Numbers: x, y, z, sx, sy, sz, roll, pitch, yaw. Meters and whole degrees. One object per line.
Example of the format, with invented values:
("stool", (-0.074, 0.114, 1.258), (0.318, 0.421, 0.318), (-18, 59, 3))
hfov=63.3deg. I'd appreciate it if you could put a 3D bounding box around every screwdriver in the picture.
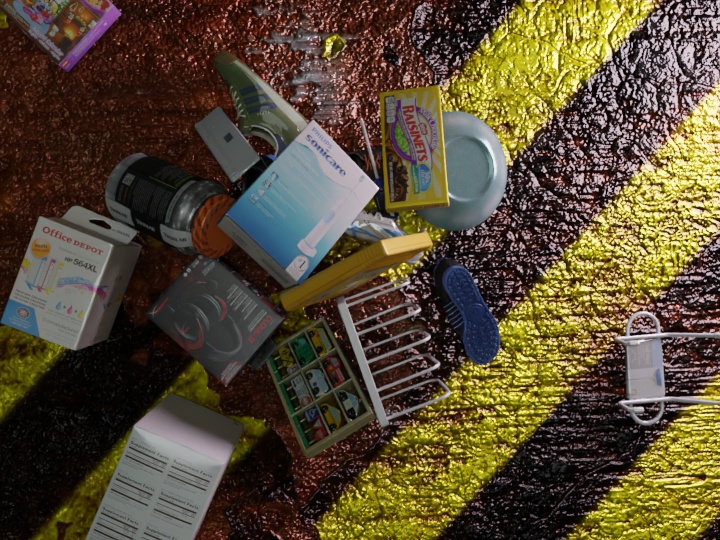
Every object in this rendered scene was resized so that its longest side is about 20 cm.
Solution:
("screwdriver", (0.025, -0.159, 0.938), (0.028, 0.201, 0.029), (-24, 53, -4))

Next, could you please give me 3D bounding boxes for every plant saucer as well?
("plant saucer", (0.166, -0.168, 0.978), (0.198, 0.039, 0.204), (-1, 94, -16))

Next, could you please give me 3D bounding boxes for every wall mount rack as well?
("wall mount rack", (0.530, 0.172, 1.003), (0.171, 0.075, 0.203), (-5, 93, -1))

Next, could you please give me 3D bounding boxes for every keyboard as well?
("keyboard", (-0.217, -0.207, 0.939), (0.056, 0.011, 0.200), (-36, 48, -3))

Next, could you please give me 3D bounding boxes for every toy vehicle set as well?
("toy vehicle set", (-0.071, 0.185, 0.954), (0.124, 0.027, 0.201), (-32, 53, 0))

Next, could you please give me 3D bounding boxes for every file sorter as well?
("file sorter", (0.050, 0.123, 0.960), (0.123, 0.139, 0.202), (-20, 92, -3))

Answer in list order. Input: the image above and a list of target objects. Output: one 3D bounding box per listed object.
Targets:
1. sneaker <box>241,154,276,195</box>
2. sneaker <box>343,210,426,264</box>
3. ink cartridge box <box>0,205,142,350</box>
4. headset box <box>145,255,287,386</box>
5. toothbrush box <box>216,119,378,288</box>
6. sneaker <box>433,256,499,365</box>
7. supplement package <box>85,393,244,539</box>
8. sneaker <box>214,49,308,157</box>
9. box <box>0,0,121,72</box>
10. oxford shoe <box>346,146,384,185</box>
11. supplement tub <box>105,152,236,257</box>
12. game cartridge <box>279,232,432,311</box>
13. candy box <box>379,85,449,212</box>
("sneaker", (-0.156, -0.085, 0.954), (0.069, 0.078, 0.203), (-3, 103, 24))
("sneaker", (0.019, -0.078, 0.983), (0.198, 0.072, 0.073), (23, 102, -7))
("ink cartridge box", (-0.459, 0.005, 0.949), (0.127, 0.125, 0.202), (20, 92, -2))
("headset box", (-0.230, 0.082, 0.981), (0.200, 0.075, 0.149), (42, 90, -2))
("toothbrush box", (-0.092, -0.097, 0.875), (0.146, 0.085, 0.201), (43, 71, -14))
("sneaker", (0.180, 0.066, 1.000), (0.070, 0.078, 0.202), (-25, 113, -3))
("supplement package", (-0.303, 0.336, 0.930), (0.146, 0.191, 0.202), (24, 90, -3))
("sneaker", (-0.181, -0.269, 0.975), (0.200, 0.067, 0.090), (41, 85, -5))
("box", (-0.523, -0.456, 0.976), (0.200, 0.039, 0.137), (43, 90, -2))
("oxford shoe", (0.020, -0.171, 0.981), (0.198, 0.073, 0.072), (-15, 91, -1))
("supplement tub", (-0.290, -0.100, 0.920), (0.198, 0.122, 0.124), (24, 91, 24))
("game cartridge", (0.000, 0.000, 0.898), (0.199, 0.176, 0.033), (-26, 84, 31))
("candy box", (0.085, -0.196, 0.939), (0.101, 0.026, 0.203), (-5, 77, 7))
